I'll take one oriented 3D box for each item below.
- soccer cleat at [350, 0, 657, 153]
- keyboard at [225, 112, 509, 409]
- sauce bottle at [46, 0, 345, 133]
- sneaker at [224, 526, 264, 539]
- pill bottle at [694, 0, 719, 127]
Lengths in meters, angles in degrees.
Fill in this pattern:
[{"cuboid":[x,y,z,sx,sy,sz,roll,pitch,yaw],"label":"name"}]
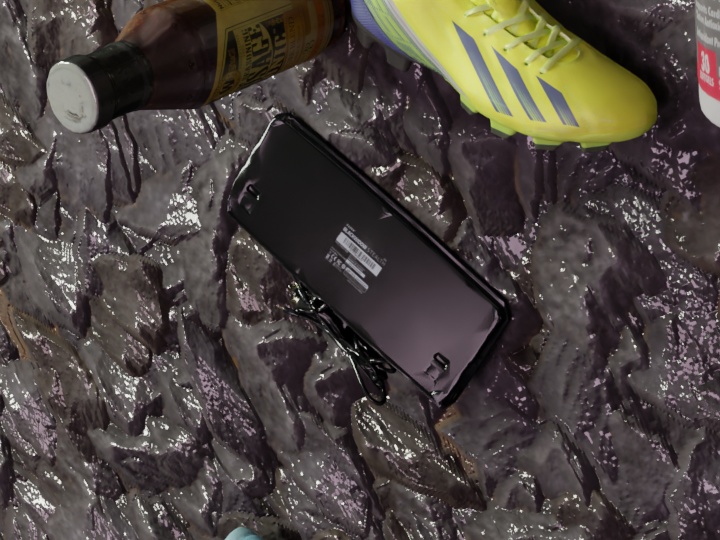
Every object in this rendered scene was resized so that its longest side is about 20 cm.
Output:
[{"cuboid":[0.072,-0.129,1.141,0.199,0.064,0.084,31,132,30],"label":"soccer cleat"},{"cuboid":[0.000,0.000,1.308,0.200,0.040,0.104,43,110,21],"label":"keyboard"},{"cuboid":[-0.091,-0.124,1.201,0.066,0.199,0.067,22,126,34],"label":"sauce bottle"},{"cuboid":[-0.105,0.248,1.499,0.082,0.074,0.200,55,129,20],"label":"sneaker"},{"cuboid":[0.203,-0.168,0.966,0.110,0.110,0.202,11,117,39],"label":"pill bottle"}]
